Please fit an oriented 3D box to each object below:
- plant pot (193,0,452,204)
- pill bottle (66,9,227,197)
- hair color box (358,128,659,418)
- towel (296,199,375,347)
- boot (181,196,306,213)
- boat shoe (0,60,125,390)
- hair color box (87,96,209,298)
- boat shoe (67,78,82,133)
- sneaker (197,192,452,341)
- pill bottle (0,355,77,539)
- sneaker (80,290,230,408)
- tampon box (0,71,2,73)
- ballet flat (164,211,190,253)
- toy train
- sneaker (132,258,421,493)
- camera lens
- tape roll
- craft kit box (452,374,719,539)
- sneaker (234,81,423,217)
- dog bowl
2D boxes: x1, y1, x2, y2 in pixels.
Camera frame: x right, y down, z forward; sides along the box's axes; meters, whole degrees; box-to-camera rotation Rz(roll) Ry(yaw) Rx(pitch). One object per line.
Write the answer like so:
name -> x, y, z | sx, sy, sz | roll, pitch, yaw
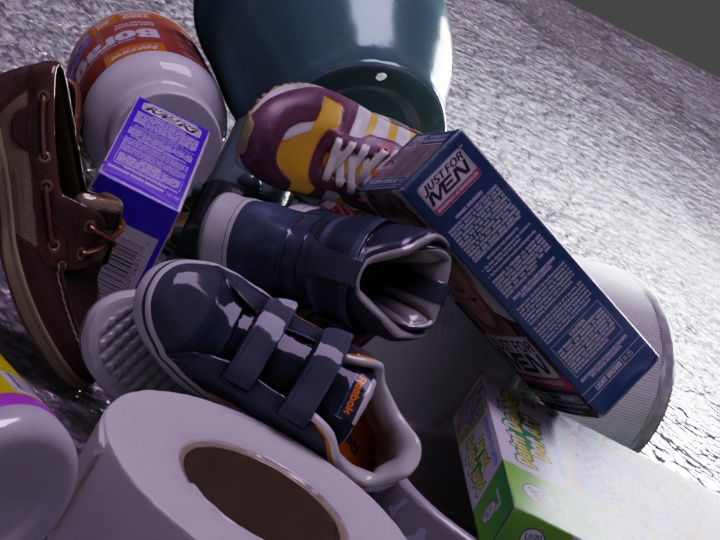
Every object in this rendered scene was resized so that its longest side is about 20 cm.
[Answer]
plant pot -> -0.018, -0.152, 1.862 | 0.199, 0.200, 0.189 | 22, 32, -27
pill bottle -> -0.161, -0.123, 1.881 | 0.112, 0.113, 0.200 | 24, 13, -20
hair color box -> 0.095, 0.002, 1.599 | 0.200, 0.061, 0.100 | 49, -12, -11
towel -> -0.026, 0.011, 1.724 | 0.023, 0.144, 0.200 | 54, 5, -27
boot -> -0.049, -0.052, 1.919 | 0.199, 0.097, 0.075 | 24, 20, -19
boat shoe -> -0.178, -0.029, 1.501 | 0.072, 0.071, 0.201 | -23, 98, -77
hair color box -> -0.159, -0.036, 1.662 | 0.064, 0.110, 0.200 | 27, 16, -5
boat shoe -> -0.239, -0.093, 1.763 | 0.072, 0.068, 0.200 | 29, 17, -6
sneaker -> -0.001, 0.002, 1.582 | 0.145, 0.078, 0.202 | 13, 2, 20
pill bottle -> -0.236, 0.062, 1.258 | 0.104, 0.105, 0.200 | 10, 26, -50
sneaker -> -0.096, 0.060, 1.525 | 0.199, 0.079, 0.079 | 20, -2, -33
tampon box -> -0.347, -0.109, 1.518 | 0.199, 0.127, 0.150 | 31, 17, 1
ballet flat -> -0.058, -0.016, 1.859 | 0.199, 0.063, 0.069 | 22, 18, -25
toy train -> -0.084, -0.033, 1.703 | 0.085, 0.114, 0.200 | 24, 40, -1
sneaker -> -0.042, 0.059, 1.456 | 0.200, 0.079, 0.079 | 40, -26, -26
camera lens -> 0.115, 0.060, 1.767 | 0.199, 0.161, 0.160 | 16, 22, -41
tape roll -> -0.069, 0.150, 1.349 | 0.202, 0.071, 0.203 | 28, 17, -9
craft kit box -> 0.159, 0.162, 1.558 | 0.196, 0.049, 0.200 | 24, 18, -13
sneaker -> 0.005, -0.072, 1.653 | 0.090, 0.075, 0.199 | 31, 15, 38
dog bowl -> 0.075, 0.169, 1.566 | 0.199, 0.059, 0.200 | 29, 17, -10
